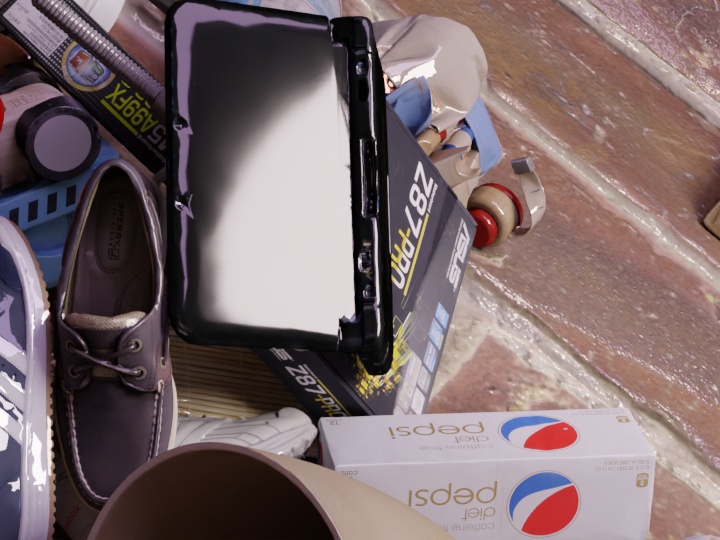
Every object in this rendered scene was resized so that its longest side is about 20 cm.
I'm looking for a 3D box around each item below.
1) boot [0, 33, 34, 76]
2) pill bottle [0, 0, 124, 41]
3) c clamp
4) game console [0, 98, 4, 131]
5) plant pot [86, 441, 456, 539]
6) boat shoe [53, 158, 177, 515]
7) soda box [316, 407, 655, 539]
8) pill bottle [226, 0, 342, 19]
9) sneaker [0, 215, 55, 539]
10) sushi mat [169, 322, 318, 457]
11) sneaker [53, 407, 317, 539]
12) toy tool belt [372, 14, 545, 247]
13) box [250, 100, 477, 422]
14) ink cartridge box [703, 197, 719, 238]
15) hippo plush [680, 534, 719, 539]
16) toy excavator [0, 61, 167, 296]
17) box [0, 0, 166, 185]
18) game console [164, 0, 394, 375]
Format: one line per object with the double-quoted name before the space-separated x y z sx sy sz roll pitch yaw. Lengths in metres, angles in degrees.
"boot" -0.289 -0.162 1.331 0.200 0.155 0.074 15 71 -17
"pill bottle" -0.260 -0.224 1.440 0.200 0.116 0.116 27 32 -44
"c clamp" -0.146 -0.147 1.290 0.200 0.027 0.171 43 42 10
"game console" -0.314 -0.032 1.173 0.119 0.200 0.172 13 -5 33
"plant pot" -0.022 0.189 1.165 0.200 0.187 0.187 8 42 -56
"boat shoe" -0.138 0.035 1.167 0.072 0.065 0.200 1 78 5
"soda box" 0.076 0.129 1.301 0.200 0.064 0.068 -2 22 -9
"pill bottle" -0.079 -0.149 1.543 0.109 0.109 0.200 29 36 -11
"sneaker" -0.229 0.065 1.151 0.108 0.070 0.200 2 76 -34
"sushi mat" -0.043 0.075 1.369 0.200 0.012 0.096 11 63 -36
"sneaker" -0.107 0.108 1.253 0.099 0.078 0.200 45 34 18
"toy tool belt" 0.043 -0.082 1.569 0.123 0.125 0.200 -46 119 -43
"box" 0.000 0.000 1.366 0.161 0.049 0.200 53 42 -39
"ink cartridge box" 0.420 -0.032 1.869 0.200 0.075 0.165 40 36 5
"hippo plush" 0.159 0.217 1.277 0.159 0.161 0.200 47 36 14
"toy excavator" -0.178 -0.027 1.329 0.194 0.200 0.100 -22 29 -18
"box" -0.136 -0.095 1.375 0.200 0.044 0.160 44 -3 9
"game console" -0.044 -0.045 1.251 0.116 0.176 0.200 -2 79 4
